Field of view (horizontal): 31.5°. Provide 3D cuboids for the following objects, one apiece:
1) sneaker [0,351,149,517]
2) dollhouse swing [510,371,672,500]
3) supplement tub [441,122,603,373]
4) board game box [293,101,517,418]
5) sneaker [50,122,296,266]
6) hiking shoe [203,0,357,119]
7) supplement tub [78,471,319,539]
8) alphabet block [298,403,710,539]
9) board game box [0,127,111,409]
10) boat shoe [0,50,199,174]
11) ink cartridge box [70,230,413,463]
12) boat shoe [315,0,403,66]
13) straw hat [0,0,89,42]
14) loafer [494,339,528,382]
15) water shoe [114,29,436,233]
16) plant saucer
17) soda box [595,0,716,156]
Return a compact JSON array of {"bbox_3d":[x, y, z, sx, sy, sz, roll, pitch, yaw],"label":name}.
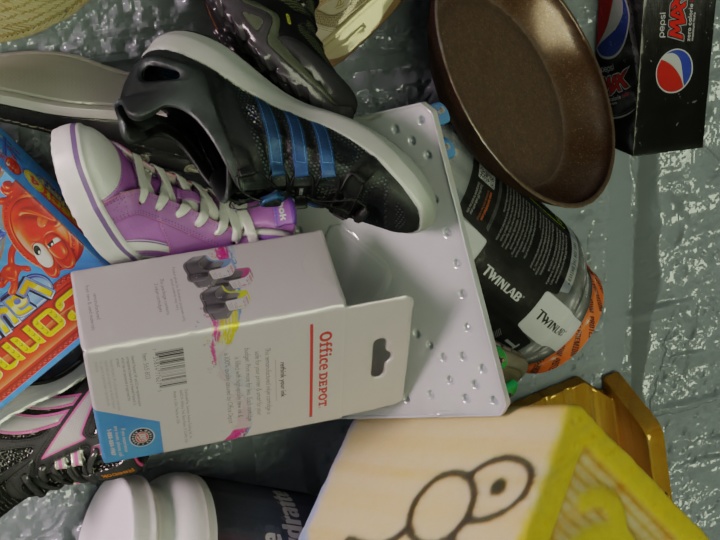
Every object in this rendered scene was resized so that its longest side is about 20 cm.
[{"bbox_3d":[-0.190,0.113,0.865,0.200,0.086,0.080,-41,154,-5],"label":"sneaker"},{"bbox_3d":[0.180,0.218,1.033,0.199,0.176,0.183,-20,115,-15],"label":"dollhouse swing"},{"bbox_3d":[0.082,-0.014,0.936,0.200,0.122,0.123,37,91,-29],"label":"supplement tub"},{"bbox_3d":[0.000,0.000,0.850,0.026,0.199,0.201,-26,104,-47],"label":"board game box"},{"bbox_3d":[-0.105,-0.040,0.803,0.114,0.073,0.201,-24,142,9],"label":"sneaker"},{"bbox_3d":[-0.052,-0.181,0.801,0.100,0.076,0.200,-36,81,-13],"label":"hiking shoe"},{"bbox_3d":[-0.096,0.225,0.932,0.199,0.140,0.141,14,102,-27],"label":"supplement tub"},{"bbox_3d":[0.087,0.218,0.848,0.196,0.199,0.196,42,59,-30],"label":"alphabet block"},{"bbox_3d":[-0.278,0.001,0.797,0.200,0.056,0.196,-39,119,8],"label":"board game box"},{"bbox_3d":[-0.159,-0.098,0.825,0.198,0.074,0.061,3,127,-12],"label":"boat shoe"},{"bbox_3d":[-0.073,0.045,0.805,0.198,0.068,0.116,-9,139,-12],"label":"ink cartridge box"},{"bbox_3d":[0.022,-0.227,0.863,0.200,0.071,0.065,-47,112,-3],"label":"boat shoe"},{"bbox_3d":[-0.222,-0.220,0.749,0.200,0.085,0.203,-8,112,-21],"label":"straw hat"},{"bbox_3d":[0.068,0.089,0.928,0.075,0.200,0.069,26,74,4],"label":"loafer"},{"bbox_3d":[-0.052,-0.061,0.760,0.199,0.072,0.079,30,63,-1],"label":"water shoe"},{"bbox_3d":[0.108,-0.133,0.904,0.200,0.037,0.202,25,54,-39],"label":"plant saucer"},{"bbox_3d":[0.223,-0.193,0.969,0.070,0.063,0.202,-8,110,-20],"label":"soda box"}]
